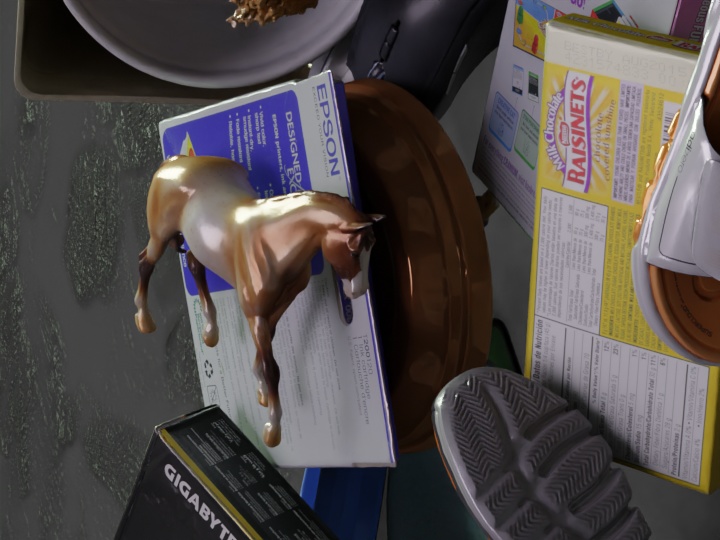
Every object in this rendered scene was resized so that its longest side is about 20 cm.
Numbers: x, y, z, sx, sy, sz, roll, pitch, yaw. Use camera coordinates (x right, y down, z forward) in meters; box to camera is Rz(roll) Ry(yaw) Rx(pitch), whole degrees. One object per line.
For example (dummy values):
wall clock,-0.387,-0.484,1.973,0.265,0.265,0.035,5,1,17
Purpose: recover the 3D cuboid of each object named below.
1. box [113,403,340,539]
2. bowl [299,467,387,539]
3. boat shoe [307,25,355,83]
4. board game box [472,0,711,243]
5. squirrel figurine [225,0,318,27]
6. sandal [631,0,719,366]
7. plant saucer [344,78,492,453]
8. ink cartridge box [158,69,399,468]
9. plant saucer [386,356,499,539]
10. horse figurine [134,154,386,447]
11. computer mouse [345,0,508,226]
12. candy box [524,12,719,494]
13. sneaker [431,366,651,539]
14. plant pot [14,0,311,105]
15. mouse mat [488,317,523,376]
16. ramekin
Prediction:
box,-0.054,0.195,1.244,0.200,0.049,0.160,46,135,26
bowl,-0.019,0.168,1.362,0.201,0.039,0.201,-169,90,-87
boat shoe,-0.007,-0.050,1.370,0.066,0.072,0.200,-119,43,-54
board game box,0.117,-0.100,1.106,0.153,0.040,0.200,-126,40,-52
squirrel figurine,-0.016,-0.219,1.175,0.187,0.141,0.200,-103,14,-69
sandal,0.165,-0.050,0.954,0.059,0.079,0.207,-133,47,-60
plant saucer,0.000,0.000,1.246,0.200,0.037,0.200,22,116,56
ink cartridge box,-0.032,0.005,1.221,0.200,0.043,0.198,-9,91,61
plant saucer,0.070,0.139,1.225,0.201,0.039,0.201,178,90,-66
horse figurine,-0.065,-0.006,1.184,0.200,0.050,0.133,39,131,48
computer mouse,0.037,-0.093,1.245,0.200,0.046,0.140,-47,67,38
candy box,0.124,-0.007,1.046,0.102,0.026,0.200,19,118,35
sneaker,0.090,0.143,1.081,0.200,0.078,0.112,53,150,10
plant pot,-0.115,-0.221,1.467,0.177,0.200,0.200,-121,34,-69
mouse mat,0.077,0.147,1.267,0.161,0.008,0.200,116,143,-48
ramekin,-0.084,-0.210,1.325,0.105,0.200,0.200,-122,35,-69
